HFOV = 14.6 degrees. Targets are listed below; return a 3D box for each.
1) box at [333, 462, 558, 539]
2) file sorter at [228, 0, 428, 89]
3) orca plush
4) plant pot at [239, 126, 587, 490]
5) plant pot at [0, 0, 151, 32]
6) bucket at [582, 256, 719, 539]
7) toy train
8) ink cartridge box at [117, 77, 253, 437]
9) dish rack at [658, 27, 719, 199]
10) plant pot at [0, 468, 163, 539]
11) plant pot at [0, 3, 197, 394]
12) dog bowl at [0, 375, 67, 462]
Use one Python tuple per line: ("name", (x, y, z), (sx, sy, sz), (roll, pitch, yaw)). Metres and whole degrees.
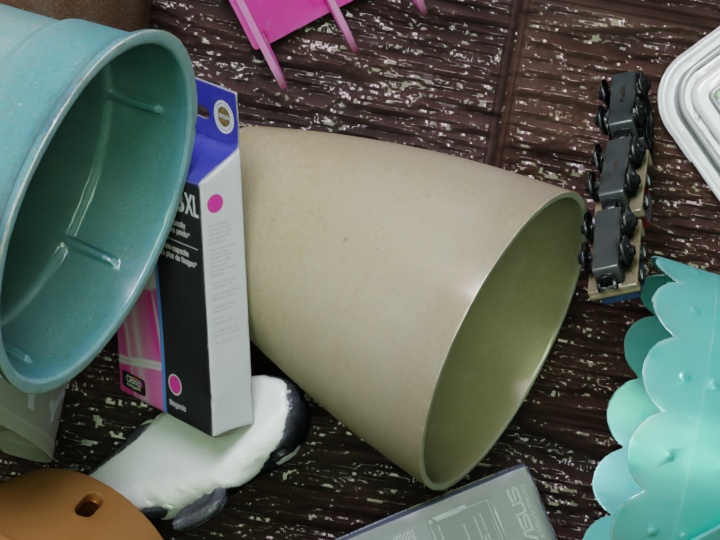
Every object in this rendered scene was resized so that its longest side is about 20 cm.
("box", (0.061, 0.231, 1.613), (0.157, 0.051, 0.201), (-23, 85, 2))
("file sorter", (0.005, -0.213, 1.621), (0.199, 0.126, 0.139), (-27, 116, 1))
("orca plush", (-0.099, 0.131, 1.673), (0.200, 0.071, 0.105), (-41, 44, 15))
("plant pot", (0.000, 0.000, 1.630), (0.199, 0.187, 0.188), (26, 90, 20))
("plant pot", (-0.200, -0.131, 1.635), (0.186, 0.187, 0.201), (-5, 102, 1))
("bucket", (0.209, 0.101, 1.581), (0.134, 0.207, 0.209), (11, 90, 1))
("toy train", (0.150, -0.045, 1.622), (0.034, 0.201, 0.046), (-10, 125, 18))
("ink cartridge box", (-0.104, -0.013, 1.602), (0.037, 0.094, 0.201), (-15, 114, -36))
("dish rack", (0.294, -0.079, 1.671), (0.171, 0.044, 0.200), (-36, 90, 0))
("plant pot", (-0.194, 0.206, 1.612), (0.199, 0.140, 0.201), (18, 127, 24))
("plant pot", (-0.220, -0.064, 1.485), (0.195, 0.200, 0.201), (22, 90, 17))
("dog bowl", (-0.257, 0.043, 1.617), (0.199, 0.200, 0.059), (24, 79, 1))
